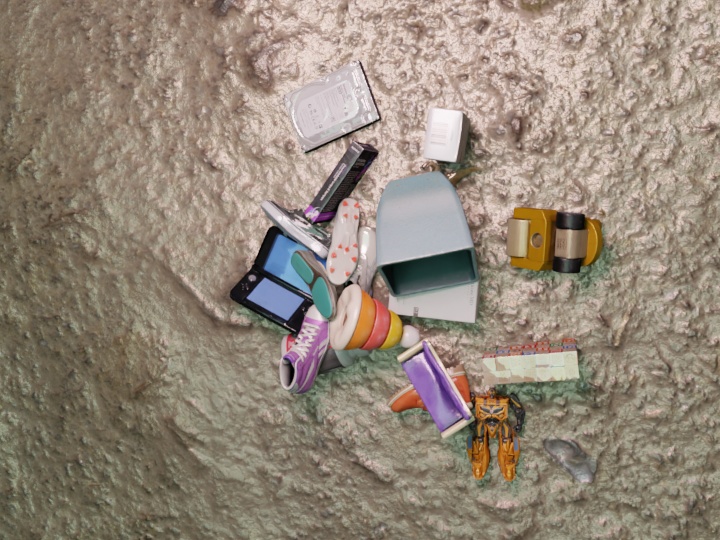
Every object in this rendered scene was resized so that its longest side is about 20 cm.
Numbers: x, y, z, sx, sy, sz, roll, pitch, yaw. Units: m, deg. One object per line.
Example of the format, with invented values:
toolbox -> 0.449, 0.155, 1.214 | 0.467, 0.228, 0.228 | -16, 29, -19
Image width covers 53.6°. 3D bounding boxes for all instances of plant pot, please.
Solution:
plant pot -> 0.129, -0.084, 1.474 | 0.192, 0.197, 0.204 | -11, 67, 9

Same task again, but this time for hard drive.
hard drive -> -0.065, -0.368, 1.610 | 0.197, 0.038, 0.142 | -20, 92, 15

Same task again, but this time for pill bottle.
pill bottle -> -0.075, 0.178, 1.647 | 0.197, 0.111, 0.113 | -17, 93, 16

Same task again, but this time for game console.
game console -> -0.176, 0.021, 1.654 | 0.198, 0.176, 0.118 | 27, 132, 10

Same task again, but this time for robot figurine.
robot figurine -> 0.299, 0.366, 1.601 | 0.142, 0.058, 0.204 | -2, 97, 14

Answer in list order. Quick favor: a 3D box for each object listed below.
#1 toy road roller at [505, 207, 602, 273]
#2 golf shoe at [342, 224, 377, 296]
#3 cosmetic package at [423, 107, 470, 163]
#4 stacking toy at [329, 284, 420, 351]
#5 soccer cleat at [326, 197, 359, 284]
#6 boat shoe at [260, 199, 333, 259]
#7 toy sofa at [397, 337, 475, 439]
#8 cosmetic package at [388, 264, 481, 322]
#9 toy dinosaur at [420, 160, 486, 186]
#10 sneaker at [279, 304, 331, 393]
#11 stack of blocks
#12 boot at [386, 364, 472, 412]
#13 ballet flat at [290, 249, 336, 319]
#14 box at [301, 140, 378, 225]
toy road roller -> 0.417, -0.065, 1.498 | 0.198, 0.144, 0.125 | 13, 104, 51
golf shoe -> 0.000, 0.000, 1.612 | 0.077, 0.097, 0.204 | 9, 98, 15
cosmetic package -> 0.181, -0.275, 1.473 | 0.073, 0.200, 0.104 | 10, 101, 13
stacking toy -> 0.042, 0.126, 1.540 | 0.197, 0.146, 0.148 | 19, 103, -16
soccer cleat -> -0.037, -0.062, 1.592 | 0.068, 0.078, 0.204 | 12, 74, -10
boat shoe -> -0.141, -0.109, 1.656 | 0.199, 0.072, 0.071 | 38, 81, 3
toy sofa -> 0.162, 0.253, 1.532 | 0.082, 0.098, 0.202 | -32, 75, 4
cosmetic package -> 0.166, 0.047, 1.582 | 0.196, 0.081, 0.115 | 4, 96, 15
toy dinosaur -> 0.175, -0.196, 1.571 | 0.199, 0.058, 0.101 | -39, 102, 22
sneaker -> -0.121, 0.167, 1.546 | 0.071, 0.114, 0.204 | 9, 81, 23
stack of blocks -> 0.366, 0.196, 1.532 | 0.196, 0.115, 0.060 | -7, 96, 16
boot -> 0.156, 0.298, 1.607 | 0.197, 0.075, 0.109 | -24, 71, 16
ballet flat -> -0.088, 0.026, 1.589 | 0.201, 0.063, 0.068 | 54, 129, 33
box -> -0.042, -0.193, 1.573 | 0.036, 0.143, 0.201 | 39, 104, 7
